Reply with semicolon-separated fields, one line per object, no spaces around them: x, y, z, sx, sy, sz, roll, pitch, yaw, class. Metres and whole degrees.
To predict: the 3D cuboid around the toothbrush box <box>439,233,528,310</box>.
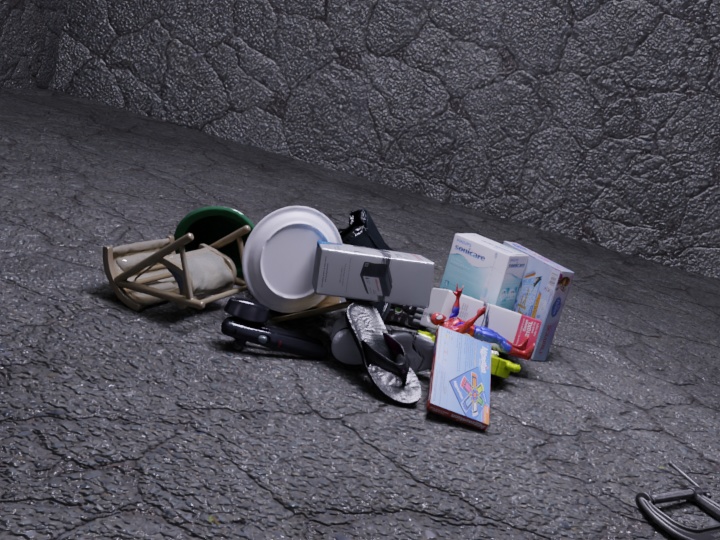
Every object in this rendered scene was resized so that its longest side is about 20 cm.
0.255;0.036;1.883;0.146;0.201;0.085;24;18;37;toothbrush box

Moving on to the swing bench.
-0.323;-0.002;1.589;0.199;0.131;0.199;-6;6;26;swing bench

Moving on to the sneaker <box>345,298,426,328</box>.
0.052;0.068;1.853;0.199;0.076;0.116;21;6;-12;sneaker

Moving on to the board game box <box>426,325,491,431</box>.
0.168;0.176;1.467;0.102;0.020;0.200;20;35;-4;board game box

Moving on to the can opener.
-0.145;0.113;1.491;0.199;0.079;0.063;23;18;-21;can opener

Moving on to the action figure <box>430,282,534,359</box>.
0.231;0.092;1.628;0.199;0.100;0.065;14;12;-9;action figure

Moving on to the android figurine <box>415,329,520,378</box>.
0.201;0.156;1.638;0.199;0.041;0.182;17;-2;19;android figurine

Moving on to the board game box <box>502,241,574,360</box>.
0.352;0.062;1.880;0.041;0.201;0.199;7;17;-31;board game box

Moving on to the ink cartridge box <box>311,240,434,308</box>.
0.019;0.006;1.548;0.199;0.084;0.145;8;5;-6;ink cartridge box

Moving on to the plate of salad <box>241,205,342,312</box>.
-0.126;-0.021;1.615;0.199;0.201;0.048;7;9;-27;plate of salad

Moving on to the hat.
-0.294;-0.082;1.798;0.199;0.166;0.176;-9;25;5;hat

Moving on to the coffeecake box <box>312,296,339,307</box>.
-0.130;0.018;1.752;0.153;0.074;0.200;5;7;-12;coffeecake box

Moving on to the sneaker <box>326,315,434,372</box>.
0.035;0.123;1.559;0.199;0.076;0.115;8;16;-19;sneaker

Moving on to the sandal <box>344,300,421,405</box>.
0.035;0.132;1.439;0.075;0.048;0.201;-20;66;-28;sandal

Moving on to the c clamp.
0.474;0.347;1.281;0.199;0.027;0.171;3;23;-43;c clamp

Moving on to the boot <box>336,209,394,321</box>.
0.000;0.000;1.703;0.076;0.201;0.168;-5;-41;40;boot

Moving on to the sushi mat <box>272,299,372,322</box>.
-0.064;0.073;1.616;0.199;0.012;0.095;-14;-5;39;sushi mat

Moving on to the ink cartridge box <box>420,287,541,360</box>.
0.235;0.104;1.738;0.199;0.085;0.145;18;-2;-9;ink cartridge box
